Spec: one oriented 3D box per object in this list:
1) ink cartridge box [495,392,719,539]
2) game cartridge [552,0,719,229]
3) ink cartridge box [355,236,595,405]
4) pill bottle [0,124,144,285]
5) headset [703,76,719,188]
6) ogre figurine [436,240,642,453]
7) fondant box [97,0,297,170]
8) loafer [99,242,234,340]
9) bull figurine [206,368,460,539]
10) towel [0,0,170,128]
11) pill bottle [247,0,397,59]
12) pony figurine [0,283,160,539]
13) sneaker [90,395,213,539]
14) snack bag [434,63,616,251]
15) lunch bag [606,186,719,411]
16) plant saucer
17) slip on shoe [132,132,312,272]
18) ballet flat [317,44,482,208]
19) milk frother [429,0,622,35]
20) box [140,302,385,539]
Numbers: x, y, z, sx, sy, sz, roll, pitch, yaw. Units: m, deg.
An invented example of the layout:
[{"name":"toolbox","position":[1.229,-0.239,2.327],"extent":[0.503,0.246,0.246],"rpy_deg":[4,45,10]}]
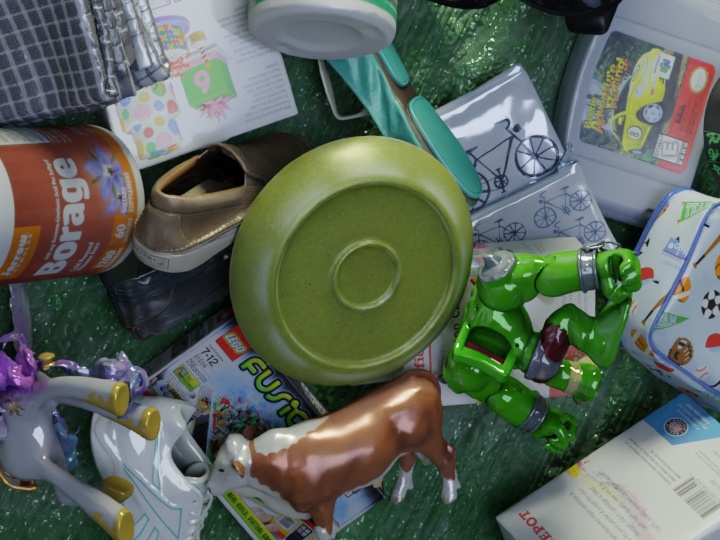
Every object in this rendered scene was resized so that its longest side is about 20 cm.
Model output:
[{"name":"ink cartridge box","position":[0.243,0.237,1.629],"extent":[0.199,0.147,0.147],"rpy_deg":[-31,128,-11]},{"name":"game cartridge","position":[0.231,-0.141,1.639],"extent":[0.132,0.041,0.202],"rpy_deg":[15,94,-17]},{"name":"ink cartridge box","position":[0.085,0.043,1.574],"extent":[0.198,0.068,0.118],"rpy_deg":[-5,107,-6]},{"name":"pill bottle","position":[-0.258,-0.045,1.400],"extent":[0.199,0.111,0.114],"rpy_deg":[-9,104,-52]},{"name":"headset","position":[0.369,-0.133,1.648],"extent":[0.200,0.094,0.124],"rpy_deg":[-38,111,-34]},{"name":"ogre figurine","position":[0.132,0.050,1.489],"extent":[0.119,0.200,0.099],"rpy_deg":[16,62,-2]},{"name":"fondant box","position":[-0.145,-0.192,1.487],"extent":[0.143,0.058,0.202],"rpy_deg":[-20,104,-15]},{"name":"loafer","position":[-0.106,-0.014,1.534],"extent":[0.198,0.073,0.073],"rpy_deg":[-23,129,-13]},{"name":"bull figurine","position":[-0.017,0.152,1.513],"extent":[0.198,0.065,0.122],"rpy_deg":[-24,114,-12]},{"name":"towel","position":[-0.247,-0.199,1.399],"extent":[0.164,0.086,0.202],"rpy_deg":[-11,106,23]},{"name":"pill bottle","position":[-0.024,-0.269,1.463],"extent":[0.112,0.113,0.202],"rpy_deg":[7,76,-20]},{"name":"pony figurine","position":[-0.248,0.098,1.439],"extent":[0.198,0.166,0.195],"rpy_deg":[9,110,24]},{"name":"sneaker","position":[-0.149,0.188,1.524],"extent":[0.079,0.071,0.202],"rpy_deg":[-6,113,14]},{"name":"snack bag","position":[0.097,-0.046,1.597],"extent":[0.187,0.021,0.201],"rpy_deg":[-27,107,0]},{"name":"lunch bag","position":[0.306,0.027,1.655],"extent":[0.199,0.075,0.161],"rpy_deg":[32,81,-37]},{"name":"plant saucer","position":[0.000,0.000,1.472],"extent":[0.198,0.031,0.202],"rpy_deg":[-9,115,-19]},{"name":"slip on shoe","position":[-0.097,-0.067,1.472],"extent":[0.200,0.076,0.061],"rpy_deg":[-33,143,-45]},{"name":"ballet flat","position":[0.019,-0.125,1.542],"extent":[0.070,0.067,0.201],"rpy_deg":[-31,93,23]},{"name":"milk frother","position":[0.133,-0.296,1.534],"extent":[0.198,0.181,0.189],"rpy_deg":[18,55,7]},{"name":"box","position":[-0.081,0.132,1.560],"extent":[0.110,0.035,0.200],"rpy_deg":[-35,109,9]}]
